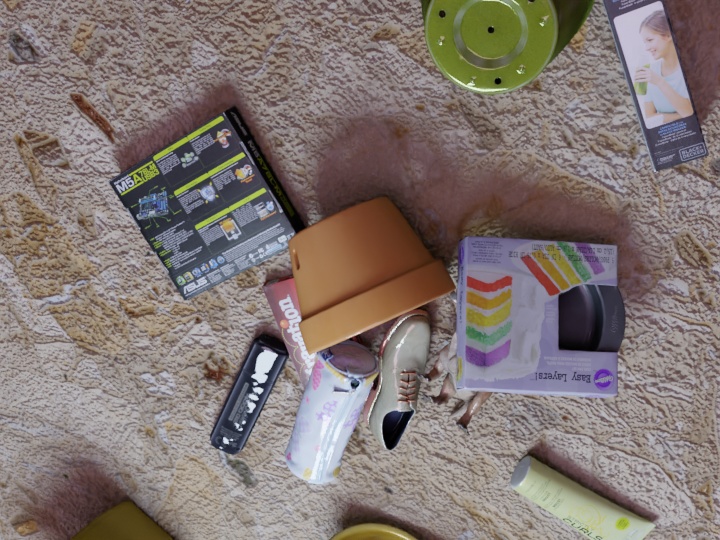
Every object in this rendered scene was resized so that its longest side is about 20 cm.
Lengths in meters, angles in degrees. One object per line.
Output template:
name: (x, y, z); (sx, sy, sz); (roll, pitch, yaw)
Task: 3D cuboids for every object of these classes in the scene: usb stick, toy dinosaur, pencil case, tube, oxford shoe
usb stick: (-0.160, 0.179, 1.277); (0.055, 0.033, 0.201); (24, 114, -5)
toy dinosaur: (0.149, 0.124, 1.167); (0.086, 0.135, 0.201); (25, 144, 35)
pencil case: (-0.039, 0.191, 1.203); (0.083, 0.091, 0.201); (2, 123, -31)
tube: (0.301, 0.325, 1.224); (0.200, 0.052, 0.058); (32, 154, -6)
oxford shoe: (0.060, 0.147, 1.183); (0.070, 0.074, 0.201); (2, 119, -20)

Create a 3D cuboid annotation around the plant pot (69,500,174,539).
plant pot: (-0.379, 0.476, 1.360); (0.200, 0.176, 0.200); (43, 114, -6)

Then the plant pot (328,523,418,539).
plant pot: (0.009, 0.502, 1.286); (0.200, 0.201, 0.189); (20, 129, 4)

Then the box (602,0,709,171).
box: (0.318, -0.222, 0.974); (0.060, 0.117, 0.201); (-16, 108, 20)

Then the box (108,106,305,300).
box: (-0.201, -0.084, 1.179); (0.199, 0.048, 0.194); (-26, 101, 21)

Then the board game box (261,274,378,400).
board game box: (-0.053, 0.096, 1.229); (0.103, 0.019, 0.201); (-16, 107, 19)

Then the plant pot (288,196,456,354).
plant pot: (0.000, 0.000, 1.097); (0.199, 0.200, 0.141); (-24, 88, 20)

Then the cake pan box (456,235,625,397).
cake pan box: (0.214, 0.056, 1.071); (0.199, 0.052, 0.185); (5, 83, -6)

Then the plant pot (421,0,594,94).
plant pot: (0.145, -0.279, 0.927); (0.199, 0.193, 0.201); (7, 123, 11)
